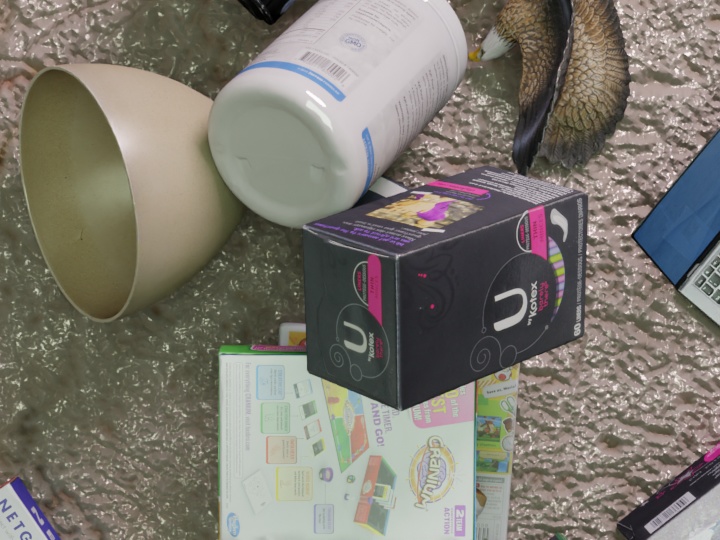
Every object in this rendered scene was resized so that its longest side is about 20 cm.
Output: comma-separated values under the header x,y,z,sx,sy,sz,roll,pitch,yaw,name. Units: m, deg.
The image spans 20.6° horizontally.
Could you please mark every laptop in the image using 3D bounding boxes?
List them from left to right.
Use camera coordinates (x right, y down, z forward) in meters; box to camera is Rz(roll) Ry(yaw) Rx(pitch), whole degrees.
x,y,z,sx,sy,sz,roll,pitch,yaw,name
0.341,-0.037,1.588,0.200,0.116,0.187,40,91,-2,laptop

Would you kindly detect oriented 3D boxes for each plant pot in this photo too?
x,y,z,sx,sy,sz,roll,pitch,yaw,name
-0.164,-0.071,1.554,0.134,0.200,0.201,-14,93,-31,plant pot

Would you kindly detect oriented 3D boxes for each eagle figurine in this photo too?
x,y,z,sx,sy,sz,roll,pitch,yaw,name
0.147,-0.184,1.575,0.152,0.151,0.200,-22,81,-19,eagle figurine

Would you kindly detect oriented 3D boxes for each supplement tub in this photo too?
x,y,z,sx,sy,sz,roll,pitch,yaw,name
-0.016,-0.134,1.520,0.132,0.200,0.132,17,129,22,supplement tub

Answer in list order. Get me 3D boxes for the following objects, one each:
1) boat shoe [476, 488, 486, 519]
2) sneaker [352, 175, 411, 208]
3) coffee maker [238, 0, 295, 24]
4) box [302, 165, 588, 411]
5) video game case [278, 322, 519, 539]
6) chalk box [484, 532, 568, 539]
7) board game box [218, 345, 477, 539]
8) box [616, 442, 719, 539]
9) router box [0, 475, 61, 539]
x,y,z,sx,sy,sz,roll,pitch,yaw,name
-0.001,0.176,1.588,0.200,0.071,0.069,21,90,-3,boat shoe
0.001,0.000,1.587,0.202,0.077,0.146,21,76,-3,sneaker
-0.048,-0.305,1.532,0.200,0.192,0.135,-44,64,-2,coffee maker
0.065,0.008,1.470,0.200,0.106,0.122,-20,117,-38,box
0.026,0.140,1.634,0.200,0.023,0.182,4,92,-1,video game case
0.160,0.300,1.589,0.124,0.125,0.200,-44,94,0,chalk box
-0.010,0.135,1.530,0.200,0.040,0.153,1,96,-2,board game box
0.324,0.196,1.588,0.200,0.132,0.115,-38,91,1,box
-0.302,0.299,1.618,0.179,0.049,0.200,-34,92,0,router box
